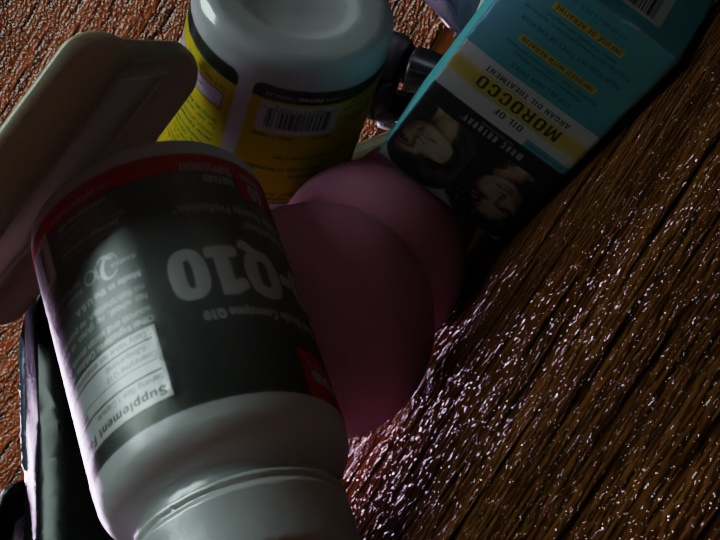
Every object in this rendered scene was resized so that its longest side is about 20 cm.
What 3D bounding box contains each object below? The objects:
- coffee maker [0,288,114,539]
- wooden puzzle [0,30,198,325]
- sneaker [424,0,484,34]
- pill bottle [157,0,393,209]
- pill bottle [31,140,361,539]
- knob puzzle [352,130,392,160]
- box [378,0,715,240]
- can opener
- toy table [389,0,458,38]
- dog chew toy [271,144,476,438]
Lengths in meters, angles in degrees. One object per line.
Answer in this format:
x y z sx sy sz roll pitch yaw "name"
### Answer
-0.116 0.107 0.910 0.192 0.134 0.202 -35 51 43 "coffee maker"
-0.158 -0.039 0.807 0.186 0.037 0.200 -52 -2 7 "wooden puzzle"
0.032 -0.186 0.926 0.077 0.146 0.202 -53 4 1 "sneaker"
-0.058 -0.082 0.968 0.201 0.112 0.113 112 -175 -46 "pill bottle"
-0.071 0.053 0.743 0.114 0.113 0.201 -53 47 41 "pill bottle"
0.003 -0.076 1.123 0.218 0.031 0.220 -18 -5 -1 "knob puzzle"
0.083 -0.092 0.810 0.049 0.082 0.200 -56 3 -29 "box"
0.032 -0.126 1.174 0.064 0.078 0.200 -65 -6 6 "can opener"
0.058 -0.233 1.124 0.185 0.116 0.200 -63 -1 6 "toy table"
0.000 0.000 0.905 0.200 0.124 0.125 -50 -2 -46 "dog chew toy"
